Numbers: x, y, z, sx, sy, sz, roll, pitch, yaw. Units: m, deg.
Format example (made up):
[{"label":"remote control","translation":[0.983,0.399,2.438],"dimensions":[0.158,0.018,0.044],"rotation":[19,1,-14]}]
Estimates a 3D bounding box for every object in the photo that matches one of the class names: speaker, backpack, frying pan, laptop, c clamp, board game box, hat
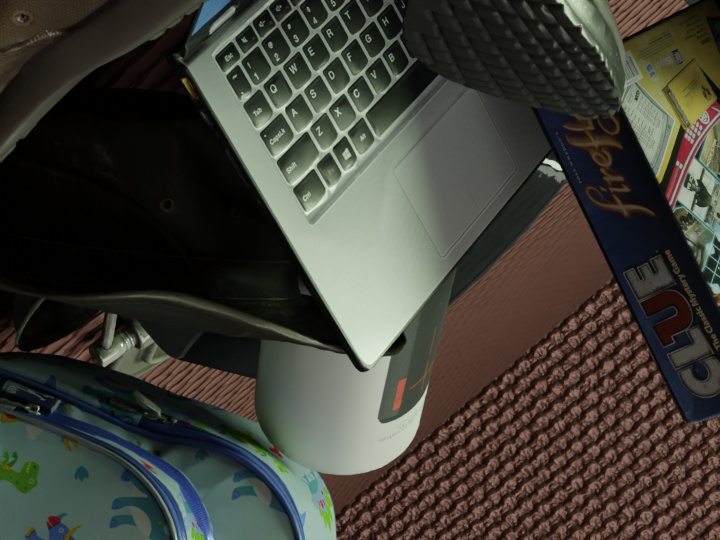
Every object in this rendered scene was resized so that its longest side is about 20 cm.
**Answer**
[{"label":"speaker","translation":[0.000,0.000,0.811],"dimensions":[0.081,0.081,0.201],"rotation":[-33,152,-31]},{"label":"backpack","translation":[-0.119,0.141,0.855],"dimensions":[0.147,0.199,0.184],"rotation":[-9,114,-85]},{"label":"frying pan","translation":[-0.092,-0.020,0.891],"dimensions":[0.190,0.031,0.115],"rotation":[-34,170,-46]},{"label":"laptop","translation":[0.039,-0.105,0.625],"dimensions":[0.115,0.201,0.187],"rotation":[-7,-149,45]},{"label":"c clamp","translation":[-0.078,0.010,1.091],"dimensions":[0.199,0.027,0.171],"rotation":[-33,168,-31]},{"label":"board game box","translation":[0.150,-0.039,0.749],"dimensions":[0.034,0.136,0.200],"rotation":[-25,-177,37]},{"label":"hat","translation":[-0.075,-0.026,0.695],"dimensions":[0.201,0.199,0.082],"rotation":[8,93,-76]}]

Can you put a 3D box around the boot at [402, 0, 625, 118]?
[{"label":"boot","translation":[0.053,-0.134,0.554],"dimensions":[0.200,0.069,0.132],"rotation":[54,51,-66]}]

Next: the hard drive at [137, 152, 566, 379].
[{"label":"hard drive","translation":[-0.001,-0.014,0.897],"dimensions":[0.134,0.043,0.200],"rotation":[18,130,-41]}]

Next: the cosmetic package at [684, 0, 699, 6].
[{"label":"cosmetic package","translation":[0.199,-0.219,0.852],"dimensions":[0.200,0.107,0.090],"rotation":[-39,172,-14]}]

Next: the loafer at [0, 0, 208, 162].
[{"label":"loafer","translation":[-0.106,-0.079,0.529],"dimensions":[0.199,0.071,0.073],"rotation":[-34,-154,26]}]
